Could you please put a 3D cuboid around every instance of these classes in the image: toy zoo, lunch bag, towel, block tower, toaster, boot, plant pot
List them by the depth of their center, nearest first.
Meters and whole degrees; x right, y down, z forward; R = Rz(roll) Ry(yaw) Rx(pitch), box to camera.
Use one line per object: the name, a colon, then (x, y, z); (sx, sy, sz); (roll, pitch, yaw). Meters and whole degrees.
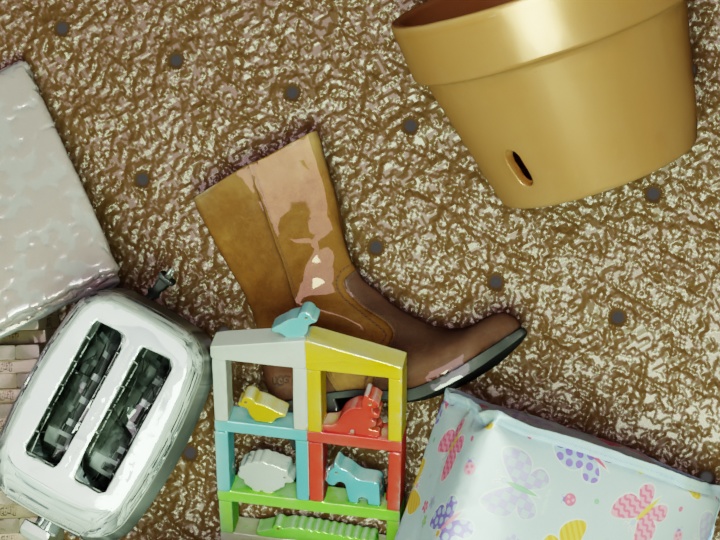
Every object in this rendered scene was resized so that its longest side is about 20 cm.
plant pot: (0.136, -0.130, 1.449); (0.199, 0.200, 0.140); (-19, 103, 8)
lunch bag: (0.129, 0.190, 1.463); (0.199, 0.127, 0.170); (18, 91, -17)
toaster: (-0.166, 0.089, 1.467); (0.113, 0.129, 0.200); (30, 87, -1)
toy zoo: (-0.034, 0.109, 1.488); (0.131, 0.020, 0.201); (6, 124, 9)
boot: (0.000, 0.000, 1.526); (0.188, 0.068, 0.201); (-22, 83, 20)
towel: (-0.289, -0.032, 1.542); (0.200, 0.032, 0.191); (-25, 68, -7)
block tower: (-0.243, 0.113, 1.559); (0.054, 0.058, 0.201); (-3, 89, 9)
